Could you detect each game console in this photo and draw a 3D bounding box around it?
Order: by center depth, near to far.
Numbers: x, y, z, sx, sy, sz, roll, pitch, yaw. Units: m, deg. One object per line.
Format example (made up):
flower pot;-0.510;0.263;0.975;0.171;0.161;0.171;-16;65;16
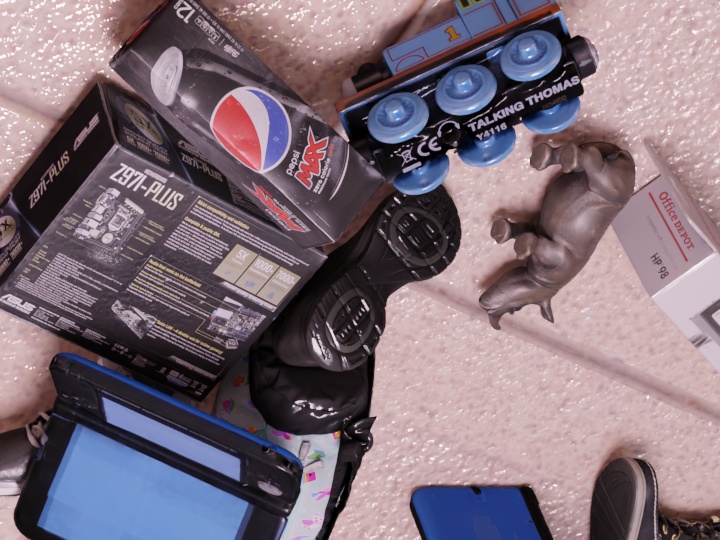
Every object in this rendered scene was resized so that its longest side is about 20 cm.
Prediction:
game console;-0.155;0.167;1.681;0.199;0.119;0.171;23;164;4
game console;0.133;0.293;1.949;0.170;0.200;0.119;2;125;-19

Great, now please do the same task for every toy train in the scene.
toy train;0.074;-0.136;1.661;0.199;0.115;0.087;-25;136;1

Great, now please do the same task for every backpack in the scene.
backpack;-0.059;0.134;1.812;0.126;0.167;0.201;14;126;-3

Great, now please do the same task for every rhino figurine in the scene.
rhino figurine;0.154;-0.025;1.806;0.087;0.060;0.201;4;128;-33

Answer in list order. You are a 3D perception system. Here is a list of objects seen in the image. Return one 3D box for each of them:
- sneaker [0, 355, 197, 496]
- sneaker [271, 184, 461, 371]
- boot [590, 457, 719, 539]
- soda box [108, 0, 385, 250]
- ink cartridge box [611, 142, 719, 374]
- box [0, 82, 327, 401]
sneaker;-0.221;0.102;1.782;0.199;0.075;0.116;-12;125;-22
sneaker;0.000;0.000;1.737;0.200;0.091;0.076;-45;111;-33
boot;0.288;0.234;2.041;0.153;0.074;0.204;-10;132;-14
soda box;-0.081;-0.105;1.603;0.200;0.071;0.063;43;73;-12
ink cartridge box;0.270;0.002;1.829;0.067;0.116;0.200;-36;128;13
box;-0.156;-0.018;1.683;0.199;0.086;0.164;27;116;-32
